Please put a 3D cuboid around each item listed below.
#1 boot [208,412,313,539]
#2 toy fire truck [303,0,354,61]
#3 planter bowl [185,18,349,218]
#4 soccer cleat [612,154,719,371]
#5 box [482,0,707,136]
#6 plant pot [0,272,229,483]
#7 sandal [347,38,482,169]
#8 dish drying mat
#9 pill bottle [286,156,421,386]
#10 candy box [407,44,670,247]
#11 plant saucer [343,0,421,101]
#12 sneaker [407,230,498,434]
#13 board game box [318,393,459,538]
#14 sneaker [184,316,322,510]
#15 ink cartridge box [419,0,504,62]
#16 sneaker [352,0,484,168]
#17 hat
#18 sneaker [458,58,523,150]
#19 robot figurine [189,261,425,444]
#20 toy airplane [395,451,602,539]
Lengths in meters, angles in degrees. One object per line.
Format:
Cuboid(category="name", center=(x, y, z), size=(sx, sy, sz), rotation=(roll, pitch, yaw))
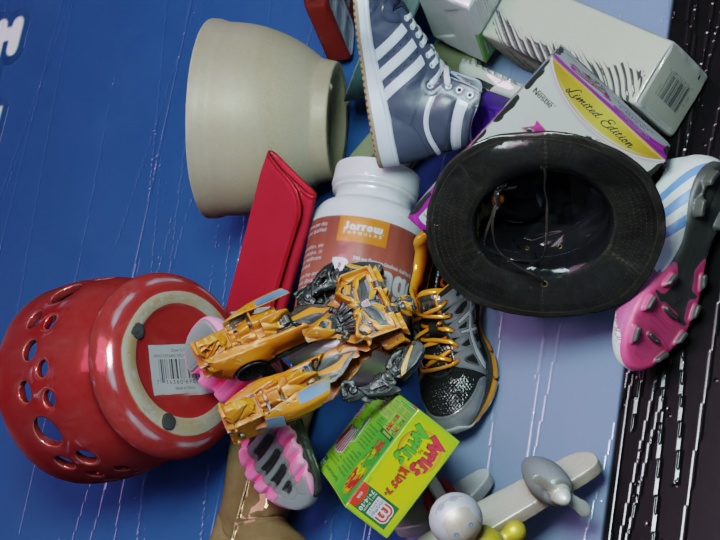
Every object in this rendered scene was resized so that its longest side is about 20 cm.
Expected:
Cuboid(category="boot", center=(-0.071, 0.196, 1.698), size=(0.174, 0.066, 0.201), rotation=(1, 68, 35))
Cuboid(category="toy fire truck", center=(-0.036, -0.331, 1.830), size=(0.111, 0.200, 0.169), rotation=(-4, 62, 12))
Cuboid(category="planter bowl", center=(-0.086, -0.151, 1.799), size=(0.134, 0.200, 0.201), rotation=(2, 69, 11))
Cuboid(category="soccer cleat", center=(0.259, -0.008, 1.556), size=(0.086, 0.070, 0.201), rotation=(14, 75, 53))
Cuboid(category="box", center=(0.214, -0.199, 1.658), size=(0.200, 0.082, 0.069), rotation=(31, 90, 42))
Cuboid(category="plant pot", center=(-0.225, 0.098, 1.743), size=(0.182, 0.200, 0.202), rotation=(-18, 59, 46))
Cuboid(category="sandal", center=(0.048, -0.154, 1.773), size=(0.201, 0.057, 0.080), rotation=(-53, 50, 4))
Cuboid(category="dish drying mat", center=(-0.090, -0.016, 1.755), size=(0.077, 0.018, 0.201), rotation=(45, 136, 31))
Cuboid(category="pill bottle", center=(0.000, 0.000, 1.703), size=(0.112, 0.112, 0.201), rotation=(-2, 69, 35))
Cuboid(category="candy box", center=(0.157, -0.079, 1.589), size=(0.136, 0.061, 0.200), rotation=(41, 112, -1))
Cuboid(category="plant saucer", center=(0.037, -0.254, 1.775), size=(0.036, 0.200, 0.201), rotation=(22, 82, -2))
Cuboid(category="sneaker", center=(0.075, 0.052, 1.648), size=(0.078, 0.077, 0.201), rotation=(-16, 63, 28))
Cuboid(category="board game box", center=(0.021, 0.162, 1.574), size=(0.102, 0.048, 0.200), rotation=(-53, 8, -2))
Cuboid(category="sneaker", center=(-0.080, 0.125, 1.665), size=(0.079, 0.095, 0.201), rotation=(-39, 72, 35))
Cuboid(category="ink cartridge box", center=(0.137, -0.317, 1.721), size=(0.067, 0.117, 0.201), rotation=(29, 78, 21))
Cuboid(category="sneaker", center=(0.054, -0.198, 1.647), size=(0.108, 0.070, 0.201), rotation=(-6, 106, 8))
Cuboid(category="hat", center=(0.157, -0.052, 1.516), size=(0.200, 0.201, 0.081), rotation=(-27, 23, 24))
Cuboid(category="sneaker", center=(0.149, -0.119, 1.684), size=(0.200, 0.069, 0.100), rotation=(33, 98, 44))
Cuboid(category="robot figurine", center=(-0.042, 0.067, 1.589), size=(0.199, 0.058, 0.145), rotation=(-26, 60, -3))
Cuboid(category="toy airplane", center=(0.090, 0.224, 1.516), size=(0.198, 0.141, 0.201), rotation=(6, 55, 27))
